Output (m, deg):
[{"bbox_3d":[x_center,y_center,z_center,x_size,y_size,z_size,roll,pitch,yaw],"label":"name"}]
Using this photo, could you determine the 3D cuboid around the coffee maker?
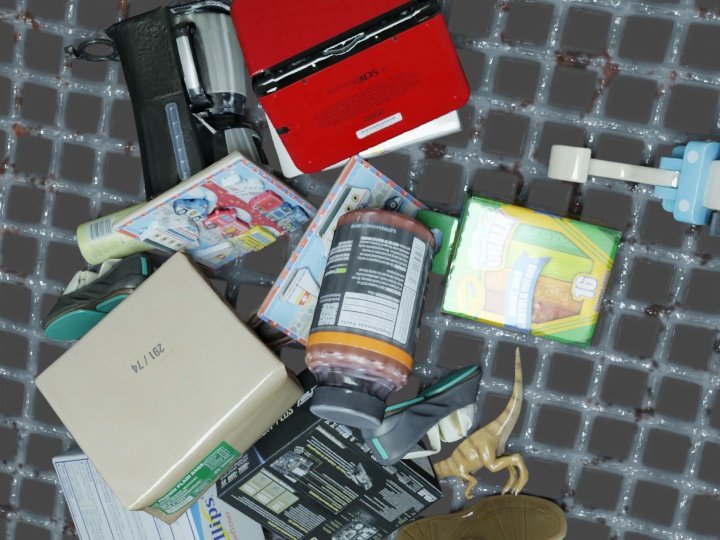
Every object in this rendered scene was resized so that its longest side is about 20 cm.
[{"bbox_3d":[-0.201,-0.169,0.936,0.191,0.135,0.201,-13,86,28],"label":"coffee maker"}]

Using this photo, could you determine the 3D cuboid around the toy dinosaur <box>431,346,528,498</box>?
[{"bbox_3d":[0.147,0.198,0.967,0.106,0.060,0.200,44,102,3],"label":"toy dinosaur"}]

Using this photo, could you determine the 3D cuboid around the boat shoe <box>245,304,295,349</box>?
[{"bbox_3d":[-0.046,0.032,0.956,0.199,0.072,0.072,-28,92,4],"label":"boat shoe"}]

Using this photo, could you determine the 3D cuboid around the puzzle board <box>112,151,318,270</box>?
[{"bbox_3d":[-0.144,-0.053,0.907,0.150,0.200,0.017,-28,70,12],"label":"puzzle board"}]

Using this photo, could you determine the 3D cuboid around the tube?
[{"bbox_3d":[-0.232,-0.057,1.004,0.199,0.052,0.058,-17,135,8],"label":"tube"}]

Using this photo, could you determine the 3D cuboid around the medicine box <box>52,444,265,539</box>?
[{"bbox_3d":[-0.233,0.275,0.992,0.199,0.103,0.183,-13,96,31],"label":"medicine box"}]

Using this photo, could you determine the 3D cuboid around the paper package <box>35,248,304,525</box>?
[{"bbox_3d":[-0.188,0.117,0.862,0.200,0.104,0.191,-42,63,-8],"label":"paper package"}]

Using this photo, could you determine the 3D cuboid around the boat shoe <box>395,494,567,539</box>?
[{"bbox_3d":[0.143,0.316,0.987,0.199,0.072,0.072,-17,132,12],"label":"boat shoe"}]

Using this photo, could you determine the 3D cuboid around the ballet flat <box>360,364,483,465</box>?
[{"bbox_3d":[0.075,0.158,0.909,0.073,0.200,0.073,9,105,37],"label":"ballet flat"}]

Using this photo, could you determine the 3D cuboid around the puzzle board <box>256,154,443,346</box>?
[{"bbox_3d":[0.000,0.000,0.920,0.150,0.017,0.200,34,83,-26],"label":"puzzle board"}]

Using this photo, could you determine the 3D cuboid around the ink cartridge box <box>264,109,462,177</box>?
[{"bbox_3d":[0.000,-0.181,0.933,0.199,0.067,0.117,-15,95,10],"label":"ink cartridge box"}]

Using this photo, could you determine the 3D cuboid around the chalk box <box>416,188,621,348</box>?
[{"bbox_3d":[0.151,-0.012,0.896,0.199,0.124,0.125,13,100,4],"label":"chalk box"}]

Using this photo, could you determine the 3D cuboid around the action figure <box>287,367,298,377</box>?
[{"bbox_3d":[-0.076,0.141,0.970,0.199,0.065,0.052,10,103,-22],"label":"action figure"}]

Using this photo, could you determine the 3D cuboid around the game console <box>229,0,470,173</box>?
[{"bbox_3d":[-0.011,-0.226,0.883,0.199,0.119,0.173,-23,125,9],"label":"game console"}]

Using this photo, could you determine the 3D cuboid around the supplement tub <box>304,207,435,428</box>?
[{"bbox_3d":[0.007,0.048,0.833,0.106,0.107,0.201,11,70,8],"label":"supplement tub"}]

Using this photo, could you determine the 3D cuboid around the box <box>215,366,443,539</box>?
[{"bbox_3d":[-0.035,0.219,0.942,0.164,0.086,0.200,-39,123,13],"label":"box"}]

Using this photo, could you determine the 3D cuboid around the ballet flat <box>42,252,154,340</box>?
[{"bbox_3d":[-0.305,0.029,1.009,0.199,0.068,0.069,-20,62,36],"label":"ballet flat"}]

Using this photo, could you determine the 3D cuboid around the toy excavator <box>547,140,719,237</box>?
[{"bbox_3d":[0.322,-0.093,0.879,0.194,0.200,0.100,0,101,-35],"label":"toy excavator"}]
